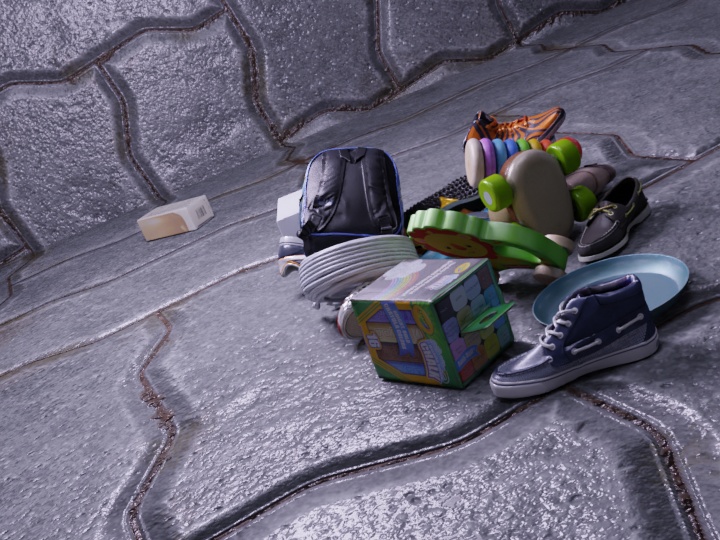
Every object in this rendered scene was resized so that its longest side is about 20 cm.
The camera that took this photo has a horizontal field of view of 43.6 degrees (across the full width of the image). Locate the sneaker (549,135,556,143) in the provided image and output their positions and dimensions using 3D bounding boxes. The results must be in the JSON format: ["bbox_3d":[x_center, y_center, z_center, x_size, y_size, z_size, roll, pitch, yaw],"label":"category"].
[{"bbox_3d":[0.301,-0.165,1.684,0.200,0.081,0.077,-36,13,24],"label":"sneaker"}]

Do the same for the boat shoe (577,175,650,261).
[{"bbox_3d":[0.374,-0.078,1.356,0.071,0.061,0.201,-6,24,41],"label":"boat shoe"}]

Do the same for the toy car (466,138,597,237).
[{"bbox_3d":[0.253,-0.117,1.470,0.164,0.159,0.200,-27,13,-16],"label":"toy car"}]

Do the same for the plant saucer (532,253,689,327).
[{"bbox_3d":[0.319,0.035,1.148,0.199,0.028,0.200,-19,17,6],"label":"plant saucer"}]

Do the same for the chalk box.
[{"bbox_3d":[0.109,0.065,1.153,0.124,0.125,0.199,-33,22,-36],"label":"chalk box"}]

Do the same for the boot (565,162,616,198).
[{"bbox_3d":[0.346,-0.144,1.593,0.146,0.071,0.200,-23,14,-31],"label":"boot"}]

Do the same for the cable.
[{"bbox_3d":[0.000,0.000,1.439,0.199,0.070,0.200,-14,-12,2],"label":"cable"}]

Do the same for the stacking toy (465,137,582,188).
[{"bbox_3d":[0.284,-0.192,1.550,0.198,0.086,0.085,-5,18,-2],"label":"stacking toy"}]

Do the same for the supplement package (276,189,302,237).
[{"bbox_3d":[-0.101,-0.097,1.879,0.117,0.118,0.200,-21,17,2],"label":"supplement package"}]

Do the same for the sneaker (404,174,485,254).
[{"bbox_3d":[0.171,-0.100,1.608,0.199,0.090,0.070,-27,37,-3],"label":"sneaker"}]

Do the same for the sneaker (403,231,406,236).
[{"bbox_3d":[0.041,-0.066,1.693,0.199,0.072,0.080,5,-11,21],"label":"sneaker"}]

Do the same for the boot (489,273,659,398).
[{"bbox_3d":[0.234,0.073,1.029,0.199,0.091,0.073,-20,18,5],"label":"boot"}]

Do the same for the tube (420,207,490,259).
[{"bbox_3d":[0.184,-0.056,1.552,0.199,0.051,0.077,-33,12,-20],"label":"tube"}]

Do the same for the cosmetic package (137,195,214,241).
[{"bbox_3d":[-0.538,-0.152,2.623,0.199,0.071,0.105,-10,22,33],"label":"cosmetic package"}]

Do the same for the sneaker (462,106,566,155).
[{"bbox_3d":[0.269,-0.257,1.643,0.200,0.112,0.078,-35,13,25],"label":"sneaker"}]

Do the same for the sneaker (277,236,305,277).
[{"bbox_3d":[-0.054,-0.012,1.658,0.198,0.080,0.078,5,-13,8],"label":"sneaker"}]

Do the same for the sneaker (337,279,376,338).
[{"bbox_3d":[0.058,0.047,1.335,0.199,0.078,0.082,-24,23,-2],"label":"sneaker"}]

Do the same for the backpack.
[{"bbox_3d":[-0.018,-0.107,1.573,0.182,0.147,0.201,1,57,-2],"label":"backpack"}]

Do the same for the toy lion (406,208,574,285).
[{"bbox_3d":[0.173,-0.040,1.277,0.199,0.191,0.069,1,70,49],"label":"toy lion"}]
